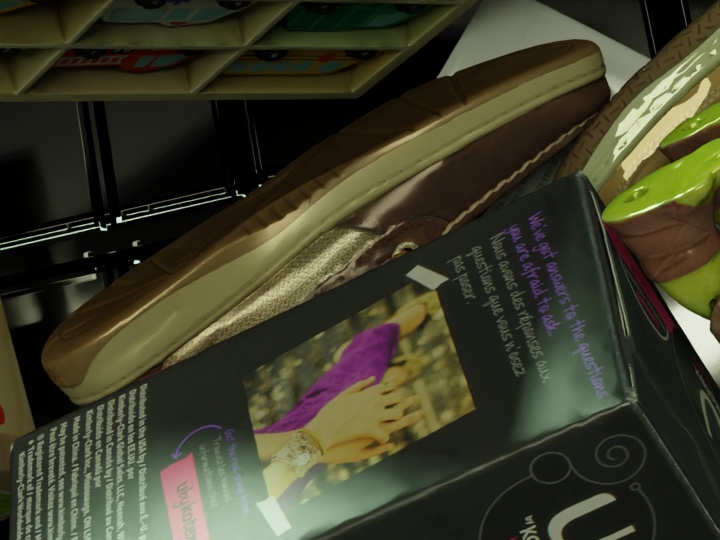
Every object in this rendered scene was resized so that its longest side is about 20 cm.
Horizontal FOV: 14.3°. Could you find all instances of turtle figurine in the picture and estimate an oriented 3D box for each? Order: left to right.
[{"bbox_3d":[0.139,0.027,0.823,0.200,0.064,0.162,-41,102,-40],"label":"turtle figurine"}]

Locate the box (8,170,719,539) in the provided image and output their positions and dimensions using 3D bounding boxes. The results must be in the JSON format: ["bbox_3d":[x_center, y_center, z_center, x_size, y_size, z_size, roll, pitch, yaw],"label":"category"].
[{"bbox_3d":[0.009,0.081,0.837,0.199,0.122,0.106,-24,37,15],"label":"box"}]

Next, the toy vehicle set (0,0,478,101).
[{"bbox_3d":[-0.054,-0.089,0.870,0.199,0.124,0.027,-3,70,-33],"label":"toy vehicle set"}]

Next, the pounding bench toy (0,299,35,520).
[{"bbox_3d":[-0.221,0.026,0.926,0.199,0.124,0.157,-24,72,20],"label":"pounding bench toy"}]

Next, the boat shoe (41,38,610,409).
[{"bbox_3d":[0.000,0.000,0.901,0.200,0.072,0.072,-33,102,-6],"label":"boat shoe"}]

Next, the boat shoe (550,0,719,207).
[{"bbox_3d":[0.149,-0.062,0.886,0.200,0.072,0.076,-39,82,-15],"label":"boat shoe"}]

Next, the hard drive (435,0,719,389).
[{"bbox_3d":[0.097,0.009,0.918,0.200,0.025,0.132,29,84,17],"label":"hard drive"}]
